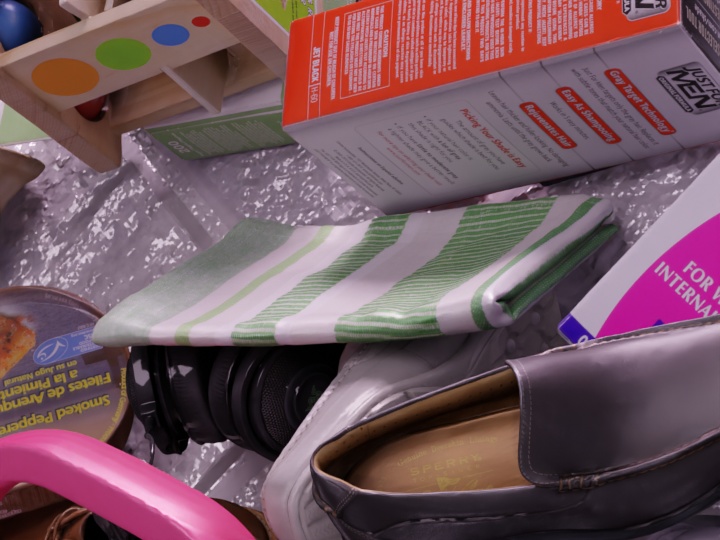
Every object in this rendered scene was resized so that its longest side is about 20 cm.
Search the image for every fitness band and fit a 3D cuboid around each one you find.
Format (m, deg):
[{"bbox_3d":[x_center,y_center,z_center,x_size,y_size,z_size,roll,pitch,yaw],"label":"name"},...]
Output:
[{"bbox_3d":[-0.108,0.149,0.929,0.199,0.037,0.145,21,113,33],"label":"fitness band"}]

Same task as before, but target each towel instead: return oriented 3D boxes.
[{"bbox_3d":[0.000,0.000,0.996,0.198,0.152,0.024,-2,108,28],"label":"towel"}]

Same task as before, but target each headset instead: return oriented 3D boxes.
[{"bbox_3d":[-0.056,0.066,1.021,0.123,0.095,0.200,1,27,36],"label":"headset"}]

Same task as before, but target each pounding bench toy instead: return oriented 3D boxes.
[{"bbox_3d":[-0.117,-0.178,1.125,0.155,0.124,0.202,-17,58,24],"label":"pounding bench toy"}]

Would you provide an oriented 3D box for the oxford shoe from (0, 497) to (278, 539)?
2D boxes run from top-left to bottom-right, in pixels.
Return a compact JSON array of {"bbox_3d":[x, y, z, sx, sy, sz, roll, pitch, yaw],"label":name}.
[{"bbox_3d":[-0.132,0.133,1.075,0.199,0.071,0.072,-11,63,32],"label":"oxford shoe"}]

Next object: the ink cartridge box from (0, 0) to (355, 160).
[{"bbox_3d":[-0.097,-0.133,1.198,0.199,0.048,0.147,-7,63,32],"label":"ink cartridge box"}]

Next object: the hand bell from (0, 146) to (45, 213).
[{"bbox_3d":[-0.243,0.028,1.210,0.103,0.104,0.202,8,85,37],"label":"hand bell"}]

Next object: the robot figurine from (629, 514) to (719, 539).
[{"bbox_3d":[0.094,0.154,0.880,0.199,0.114,0.170,3,38,35],"label":"robot figurine"}]

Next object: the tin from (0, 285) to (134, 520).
[{"bbox_3d":[-0.208,0.077,1.088,0.198,0.042,0.113,-16,55,-9],"label":"tin"}]

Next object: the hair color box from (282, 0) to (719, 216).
[{"bbox_3d":[0.074,-0.089,1.002,0.199,0.101,0.062,-11,61,29],"label":"hair color box"}]

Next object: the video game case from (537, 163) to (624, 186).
[{"bbox_3d":[0.167,-0.130,1.035,0.199,0.019,0.144,-17,59,28],"label":"video game case"}]

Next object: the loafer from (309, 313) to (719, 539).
[{"bbox_3d":[0.075,0.063,0.829,0.199,0.072,0.073,-26,50,14],"label":"loafer"}]

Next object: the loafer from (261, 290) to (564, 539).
[{"bbox_3d":[0.016,0.060,0.960,0.069,0.070,0.200,3,26,37],"label":"loafer"}]

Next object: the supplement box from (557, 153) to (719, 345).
[{"bbox_3d":[0.195,-0.001,0.898,0.200,0.103,0.101,-47,49,4],"label":"supplement box"}]
